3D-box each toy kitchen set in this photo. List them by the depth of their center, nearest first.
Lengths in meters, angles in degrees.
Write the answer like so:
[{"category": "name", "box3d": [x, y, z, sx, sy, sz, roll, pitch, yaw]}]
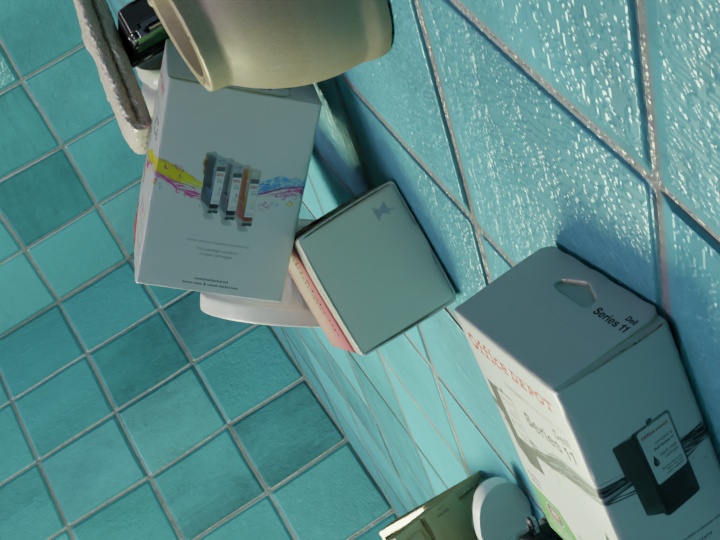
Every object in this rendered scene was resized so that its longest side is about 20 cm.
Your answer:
[{"category": "toy kitchen set", "box3d": [0.087, 0.390, 1.565, 0.180, 0.199, 0.164, -37, 82, 38]}]

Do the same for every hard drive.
[{"category": "hard drive", "box3d": [-0.178, -0.264, 1.266, 0.038, 0.139, 0.200, 59, 172, -8]}]

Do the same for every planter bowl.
[{"category": "planter bowl", "box3d": [-0.085, -0.215, 0.920, 0.201, 0.134, 0.200, 57, 172, 13]}]

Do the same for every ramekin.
[{"category": "ramekin", "box3d": [-0.081, -0.003, 1.426, 0.200, 0.197, 0.107, -156, 69, -75]}]

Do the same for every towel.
[{"category": "towel", "box3d": [-0.258, -0.222, 1.281, 0.133, 0.034, 0.202, 154, 95, -81]}]

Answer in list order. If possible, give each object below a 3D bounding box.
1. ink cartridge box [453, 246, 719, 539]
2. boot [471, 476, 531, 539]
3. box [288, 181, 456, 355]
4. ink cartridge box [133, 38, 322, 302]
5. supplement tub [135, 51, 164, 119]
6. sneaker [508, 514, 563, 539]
[{"category": "ink cartridge box", "box3d": [0.154, 0.103, 0.804, 0.202, 0.082, 0.147, 64, 169, -25]}, {"category": "boot", "box3d": [0.154, 0.290, 1.455, 0.095, 0.073, 0.201, 38, 160, 48]}, {"category": "box", "box3d": [0.000, 0.000, 1.244, 0.129, 0.108, 0.200, 60, 172, -4]}, {"category": "ink cartridge box", "box3d": [-0.130, -0.097, 1.190, 0.146, 0.143, 0.202, -112, 34, -65]}, {"category": "supplement tub", "box3d": [-0.161, -0.181, 1.432, 0.145, 0.144, 0.201, 47, 165, 53]}, {"category": "sneaker", "box3d": [0.202, 0.326, 1.325, 0.114, 0.075, 0.201, 54, 164, 31]}]
